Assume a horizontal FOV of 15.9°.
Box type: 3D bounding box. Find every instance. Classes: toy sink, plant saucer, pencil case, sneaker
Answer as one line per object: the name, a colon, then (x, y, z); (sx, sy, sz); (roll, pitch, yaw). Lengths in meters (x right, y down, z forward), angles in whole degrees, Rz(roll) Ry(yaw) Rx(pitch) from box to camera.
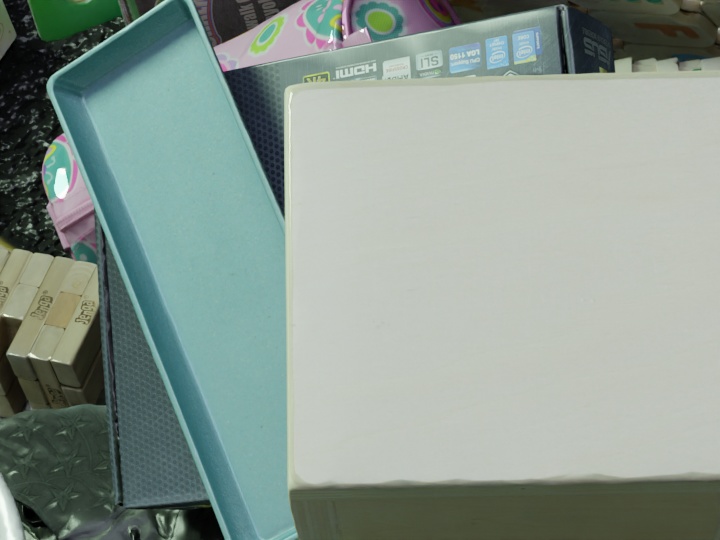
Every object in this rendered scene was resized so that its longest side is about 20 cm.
toy sink: (0.078, 0.018, 0.802); (0.200, 0.112, 0.131); (-2, 70, 2)
plant saucer: (-0.050, 0.002, 0.921); (0.070, 0.019, 0.200); (-30, 73, 22)
pencil case: (-0.043, -0.056, 1.055); (0.200, 0.087, 0.088); (-24, 42, 39)
sneaker: (-0.073, 0.112, 1.007); (0.104, 0.060, 0.200); (-32, 50, -12)

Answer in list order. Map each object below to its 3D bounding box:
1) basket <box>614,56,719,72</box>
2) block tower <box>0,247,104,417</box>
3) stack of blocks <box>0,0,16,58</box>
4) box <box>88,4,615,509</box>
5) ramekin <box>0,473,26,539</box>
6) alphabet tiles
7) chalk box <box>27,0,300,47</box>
basket: (0.101, 0.001, 1.001); (0.200, 0.139, 0.177); (-18, 48, 11)
block tower: (-0.198, 0.019, 1.103); (0.200, 0.054, 0.058); (10, 55, 20)
stack of blocks: (-0.225, -0.133, 1.221); (0.115, 0.059, 0.200); (17, 58, 23)
box: (0.000, 0.000, 0.933); (0.200, 0.051, 0.158); (-8, 81, 26)
ramekin: (-0.212, 0.152, 0.976); (0.200, 0.098, 0.201); (-6, 52, 7)
alphabet tiles: (0.097, -0.104, 1.047); (0.195, 0.200, 0.015); (7, 79, 29)
chalk box: (-0.054, -0.154, 1.161); (0.200, 0.125, 0.124); (-11, 52, 1)
